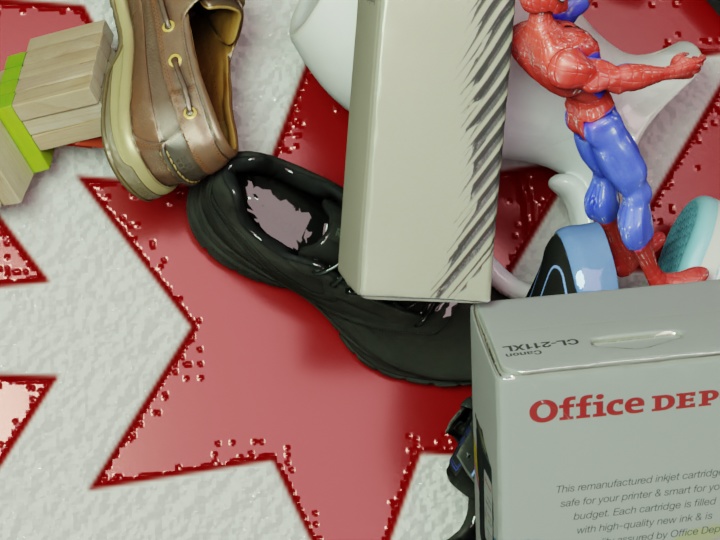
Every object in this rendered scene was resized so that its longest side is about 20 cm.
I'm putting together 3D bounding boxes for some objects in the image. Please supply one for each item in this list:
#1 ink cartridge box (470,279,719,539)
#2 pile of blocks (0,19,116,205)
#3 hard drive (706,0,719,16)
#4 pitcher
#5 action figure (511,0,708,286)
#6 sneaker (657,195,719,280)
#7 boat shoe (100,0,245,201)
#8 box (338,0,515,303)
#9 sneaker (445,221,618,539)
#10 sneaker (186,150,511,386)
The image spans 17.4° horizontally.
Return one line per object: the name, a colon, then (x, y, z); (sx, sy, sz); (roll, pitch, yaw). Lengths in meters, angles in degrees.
ink cartridge box: (0.132, 0.112, 1.158); (0.145, 0.083, 0.201); (-5, 116, -5)
pile of blocks: (-0.207, -0.057, 1.242); (0.200, 0.082, 0.062); (-28, 128, -1)
hard drive: (0.199, -0.255, 1.322); (0.140, 0.038, 0.200); (-39, 88, -11)
pitcher: (0.058, -0.091, 1.240); (0.200, 0.121, 0.172); (27, 74, -12)
action figure: (0.138, -0.085, 1.170); (0.099, 0.065, 0.200); (-39, 129, -7)
sneaker: (0.206, 0.072, 1.253); (0.130, 0.080, 0.201); (19, 86, -8)
boat shoe: (-0.091, -0.134, 1.233); (0.067, 0.072, 0.201); (-13, 64, 24)
box: (0.033, -0.089, 1.143); (0.068, 0.082, 0.201); (3, 100, -8)
sneaker: (0.086, 0.072, 1.213); (0.078, 0.070, 0.201); (1, 108, -10)
sneaker: (0.000, 0.000, 1.233); (0.200, 0.091, 0.076); (26, 79, -4)
